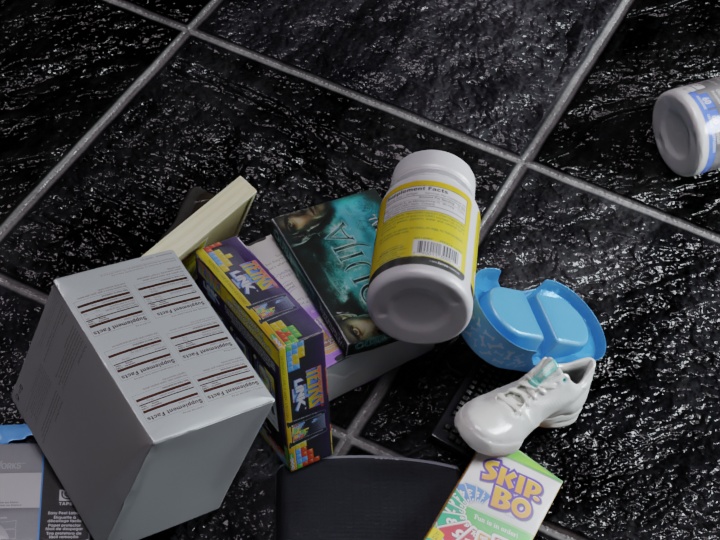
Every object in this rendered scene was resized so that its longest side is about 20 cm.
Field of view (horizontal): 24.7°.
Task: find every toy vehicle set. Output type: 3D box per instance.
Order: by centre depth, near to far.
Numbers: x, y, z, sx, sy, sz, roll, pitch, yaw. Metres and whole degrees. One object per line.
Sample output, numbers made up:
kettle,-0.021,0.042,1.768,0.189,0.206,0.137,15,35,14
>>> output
toy vehicle set,-0.198,-0.008,1.776,0.026,0.124,0.200,41,54,8

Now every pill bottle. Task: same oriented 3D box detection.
pill bottle,0.071,-0.029,1.777,0.113,0.115,0.201,8,46,2
pill bottle,0.485,-0.197,2.105,0.199,0.114,0.114,-17,51,-19

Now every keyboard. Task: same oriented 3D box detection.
keyboard,0.128,0.121,1.839,0.127,0.021,0.200,25,49,13

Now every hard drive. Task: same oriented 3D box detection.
hard drive,0.011,0.250,1.698,0.199,0.042,0.135,2,47,-4

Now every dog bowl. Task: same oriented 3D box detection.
dog bowl,0.186,0.063,1.825,0.199,0.050,0.112,10,46,-40

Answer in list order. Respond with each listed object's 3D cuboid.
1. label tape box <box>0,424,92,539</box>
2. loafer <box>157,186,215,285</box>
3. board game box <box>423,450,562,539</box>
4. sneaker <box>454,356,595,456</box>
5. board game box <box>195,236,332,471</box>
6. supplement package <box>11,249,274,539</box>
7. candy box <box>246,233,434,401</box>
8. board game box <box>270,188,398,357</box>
label tape box,-0.343,0.221,1.676,0.142,0.066,0.201,0,49,-6
loafer,-0.192,-0.021,1.905,0.071,0.073,0.201,12,48,7
board game box,0.139,0.246,1.691,0.095,0.030,0.200,35,39,3
sneaker,0.178,0.132,1.749,0.199,0.089,0.075,-16,54,-48
board game box,-0.101,0.085,1.729,0.056,0.166,0.200,-19,39,-23
supplement package,-0.218,0.127,1.620,0.147,0.192,0.200,-16,59,-38
candy box,-0.036,0.035,1.871,0.167,0.072,0.200,-25,55,-25
board game box,0.000,0.000,1.838,0.135,0.028,0.200,-17,53,-22
